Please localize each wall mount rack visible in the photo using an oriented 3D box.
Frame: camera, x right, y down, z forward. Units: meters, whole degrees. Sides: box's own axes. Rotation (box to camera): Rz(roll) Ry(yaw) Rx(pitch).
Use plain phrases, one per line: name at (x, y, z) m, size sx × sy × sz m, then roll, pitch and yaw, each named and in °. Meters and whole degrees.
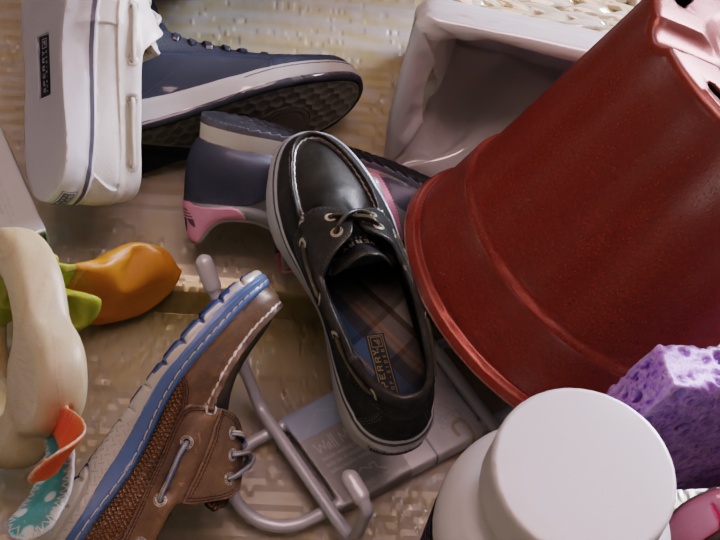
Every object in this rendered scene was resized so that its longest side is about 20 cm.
wall mount rack at (0.001, 0.051, 0.926) m, size 0.199 × 0.075 × 0.174 m, roll -25°, pitch 63°, yaw -25°

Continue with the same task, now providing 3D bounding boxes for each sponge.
sponge at (0.200, 0.080, 0.883) m, size 0.199 × 0.112 × 0.030 m, roll 3°, pitch 54°, yaw -33°

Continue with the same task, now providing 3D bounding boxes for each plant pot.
plant pot at (0.158, -0.041, 0.903) m, size 0.200 × 0.195 × 0.202 m, roll 24°, pitch 40°, yaw -21°

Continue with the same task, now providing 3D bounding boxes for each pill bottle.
pill bottle at (0.083, 0.143, 0.791) m, size 0.110 × 0.201 × 0.112 m, roll 4°, pitch 55°, yaw -6°

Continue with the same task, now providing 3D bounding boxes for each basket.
basket at (0.127, -0.128, 1.039) m, size 0.198 × 0.136 × 0.124 m, roll 13°, pitch 50°, yaw 0°

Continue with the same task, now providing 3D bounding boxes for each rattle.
rattle at (-0.135, 0.059, 0.860) m, size 0.142 × 0.131 × 0.200 m, roll 20°, pitch 8°, yaw -36°

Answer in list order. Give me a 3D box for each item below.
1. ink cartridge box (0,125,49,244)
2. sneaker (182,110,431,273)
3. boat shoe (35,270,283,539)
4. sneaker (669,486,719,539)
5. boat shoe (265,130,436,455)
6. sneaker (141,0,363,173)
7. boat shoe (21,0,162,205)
ink cartridge box at (-0.286, -0.018, 0.932) m, size 0.199 × 0.059 × 0.104 m, roll -17°, pitch 60°, yaw -21°
sneaker at (-0.013, -0.033, 0.998) m, size 0.198 × 0.083 × 0.070 m, roll 16°, pitch 9°, yaw -15°
boat shoe at (-0.094, 0.094, 0.861) m, size 0.072 × 0.072 × 0.201 m, roll 36°, pitch 88°, yaw -1°
sneaker at (0.270, 0.144, 0.897) m, size 0.199 × 0.079 × 0.096 m, roll -21°, pitch 66°, yaw 5°
boat shoe at (0.000, 0.000, 0.885) m, size 0.068 × 0.057 × 0.201 m, roll -10°, pitch 61°, yaw -17°
sneaker at (-0.109, -0.142, 1.039) m, size 0.201 × 0.077 × 0.147 m, roll -12°, pitch 61°, yaw -16°
boat shoe at (-0.149, -0.136, 0.947) m, size 0.069 × 0.071 × 0.202 m, roll 4°, pitch 82°, yaw -38°
